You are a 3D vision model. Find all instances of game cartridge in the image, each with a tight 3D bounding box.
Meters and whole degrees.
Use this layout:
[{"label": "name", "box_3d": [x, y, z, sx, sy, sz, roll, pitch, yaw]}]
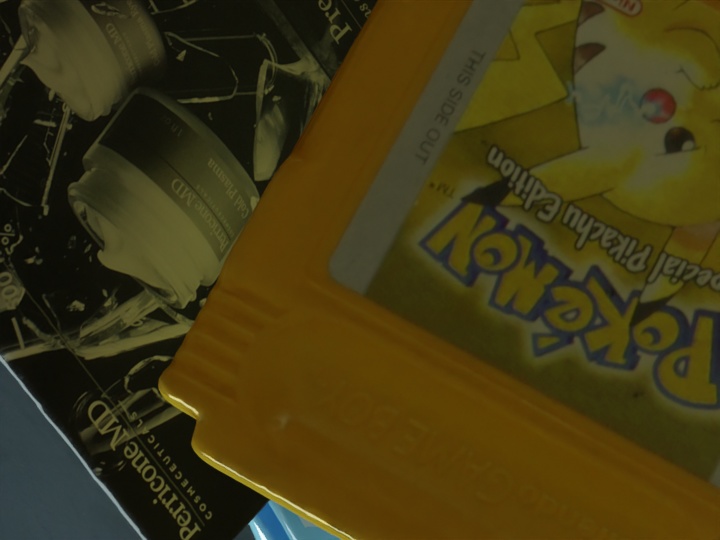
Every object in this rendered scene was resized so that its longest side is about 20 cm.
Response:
[{"label": "game cartridge", "box_3d": [0.065, -0.003, 0.799, 0.176, 0.200, 0.032, 28, 171, 5]}]

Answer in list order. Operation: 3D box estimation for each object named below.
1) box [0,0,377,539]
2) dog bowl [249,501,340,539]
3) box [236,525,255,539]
[{"label": "box", "box_3d": [-0.079, -0.033, 0.910, 0.104, 0.182, 0.200, -6, 125, 55]}, {"label": "dog bowl", "box_3d": [-0.009, 0.108, 1.187, 0.111, 0.050, 0.200, 52, 169, 36]}, {"label": "box", "box_3d": [0.000, 0.114, 1.381, 0.200, 0.049, 0.161, 17, 157, 38]}]
